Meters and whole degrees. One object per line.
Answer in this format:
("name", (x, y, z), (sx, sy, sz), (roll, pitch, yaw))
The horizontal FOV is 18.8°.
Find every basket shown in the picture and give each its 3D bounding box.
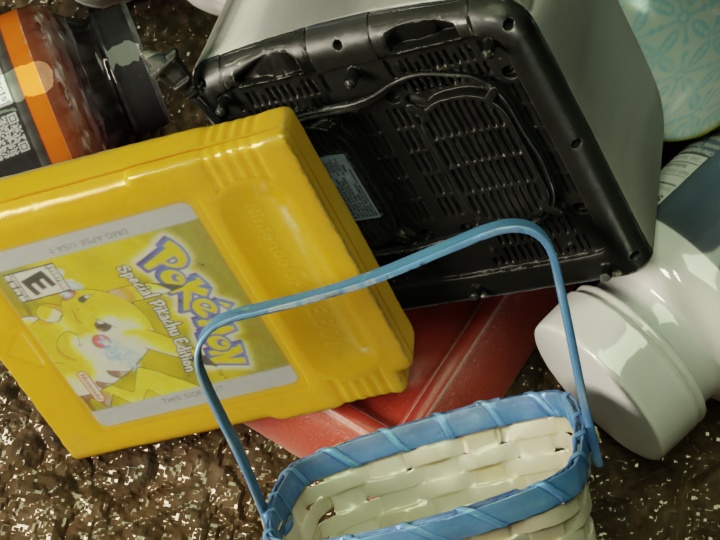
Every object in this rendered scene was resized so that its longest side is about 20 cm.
("basket", (0.033, 0.090, 1.024), (0.175, 0.139, 0.201), (-19, 100, 6))

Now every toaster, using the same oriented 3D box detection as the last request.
("toaster", (0.030, -0.085, 1.043), (0.180, 0.200, 0.119), (-10, 43, 27))

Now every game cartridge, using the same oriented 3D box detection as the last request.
("game cartridge", (-0.090, 0.013, 1.060), (0.199, 0.177, 0.033), (-12, 42, 21))

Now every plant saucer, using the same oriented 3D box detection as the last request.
("plant saucer", (0.000, 0.000, 1.158), (0.199, 0.037, 0.201), (29, 72, 17))

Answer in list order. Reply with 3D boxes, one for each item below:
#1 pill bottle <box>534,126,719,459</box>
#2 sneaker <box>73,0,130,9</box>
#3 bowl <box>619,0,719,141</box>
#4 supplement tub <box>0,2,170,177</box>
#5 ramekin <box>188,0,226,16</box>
("pill bottle", (0.189, -0.004, 1.093), (0.200, 0.120, 0.120), (-43, 69, -12))
("sneaker", (-0.083, -0.213, 1.228), (0.200, 0.076, 0.076), (-39, 101, -4))
("bowl", (0.158, -0.177, 1.092), (0.107, 0.201, 0.200), (-32, 65, -29))
("supplement tub", (-0.206, -0.076, 1.176), (0.199, 0.107, 0.108), (-21, 66, -4))
("ramekin", (0.000, -0.203, 1.164), (0.097, 0.201, 0.201), (34, 74, 11))
